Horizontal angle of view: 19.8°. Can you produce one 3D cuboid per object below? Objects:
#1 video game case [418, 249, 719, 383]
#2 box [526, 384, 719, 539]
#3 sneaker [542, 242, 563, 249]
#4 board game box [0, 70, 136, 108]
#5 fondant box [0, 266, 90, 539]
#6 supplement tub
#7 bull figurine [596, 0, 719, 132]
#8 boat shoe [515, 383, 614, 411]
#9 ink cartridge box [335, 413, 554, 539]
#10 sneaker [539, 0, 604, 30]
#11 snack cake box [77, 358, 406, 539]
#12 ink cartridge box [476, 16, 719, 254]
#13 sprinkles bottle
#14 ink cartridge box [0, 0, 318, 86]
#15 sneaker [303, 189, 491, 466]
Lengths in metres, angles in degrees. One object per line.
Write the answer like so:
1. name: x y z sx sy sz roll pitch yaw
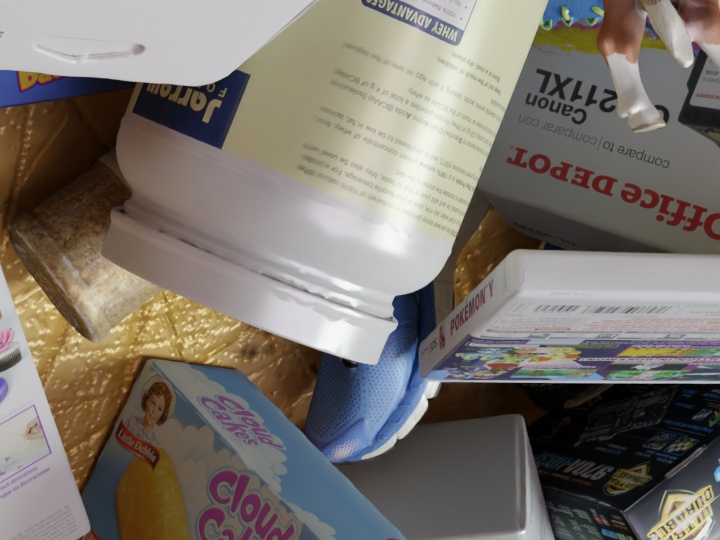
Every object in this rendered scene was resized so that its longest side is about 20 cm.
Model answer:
1. video game case: 0.141 0.024 0.940 0.198 0.182 0.023 1 75 -11
2. box: 0.168 0.091 1.129 0.158 0.200 0.046 -35 102 -16
3. sneaker: 0.143 -0.068 1.079 0.200 0.077 0.111 -51 142 -5
4. board game box: -0.148 -0.134 0.824 0.199 0.045 0.135 -12 124 -33
5. fondant box: -0.213 0.068 0.898 0.144 0.058 0.201 -29 133 -21
6. supplement tub: -0.013 -0.078 0.831 0.144 0.145 0.201 20 92 -45
7. bull figurine: 0.175 -0.129 0.858 0.199 0.065 0.122 -9 85 -26
8. boat shoe: 0.164 0.001 1.153 0.199 0.076 0.060 -34 134 0
9. ink cartridge box: 0.036 0.180 1.110 0.145 0.083 0.201 -7 132 11
10. sneaker: 0.083 -0.140 0.939 0.076 0.199 0.105 -58 174 -50
11. snack cake box: -0.053 0.142 0.973 0.067 0.200 0.116 12 110 -42
12. ink cartridge box: 0.159 -0.100 0.976 0.201 0.145 0.083 -69 159 -5
13. sprinkles bottle: -0.062 -0.052 0.932 0.200 0.068 0.068 -38 135 -13
14. ink cartridge box: -0.103 -0.176 0.721 0.144 0.202 0.084 -1 159 -39
15. sneaker: 0.000 0.000 1.023 0.089 0.078 0.202 6 106 -33
